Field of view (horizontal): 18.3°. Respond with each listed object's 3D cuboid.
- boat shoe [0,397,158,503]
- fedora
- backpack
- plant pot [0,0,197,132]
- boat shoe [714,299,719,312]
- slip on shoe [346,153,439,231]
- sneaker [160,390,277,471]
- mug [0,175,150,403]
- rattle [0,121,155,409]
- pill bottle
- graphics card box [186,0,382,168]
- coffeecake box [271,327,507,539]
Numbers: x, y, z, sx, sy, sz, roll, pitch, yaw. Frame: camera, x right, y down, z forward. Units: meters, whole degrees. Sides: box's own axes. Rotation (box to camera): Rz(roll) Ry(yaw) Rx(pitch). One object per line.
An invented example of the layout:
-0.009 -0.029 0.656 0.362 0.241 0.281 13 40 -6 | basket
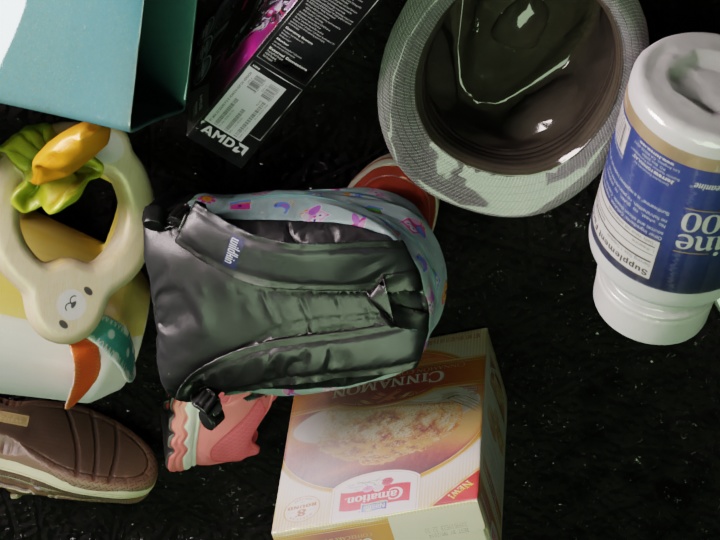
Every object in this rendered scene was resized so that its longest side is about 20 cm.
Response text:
-0.259 0.145 1.764 0.201 0.075 0.075 18 139 0 | boat shoe
0.103 -0.146 1.507 0.175 0.091 0.201 14 122 -5 | fedora
-0.041 0.010 1.552 0.198 0.127 0.168 -3 114 12 | backpack
-0.219 -0.183 1.467 0.198 0.141 0.143 10 101 8 | plant pot
0.274 -0.015 1.593 0.064 0.075 0.203 -24 111 20 | boat shoe
0.000 0.000 1.637 0.074 0.061 0.201 25 122 -10 | slip on shoe
-0.101 0.068 1.700 0.086 0.074 0.201 2 130 -13 | sneaker
-0.231 0.019 1.622 0.152 0.150 0.187 16 145 -15 | mug
-0.177 -0.001 1.515 0.142 0.129 0.202 2 96 50 | rattle
0.212 -0.047 1.475 0.110 0.112 0.201 9 135 -1 | pill bottle
-0.040 -0.178 1.477 0.051 0.126 0.200 28 124 -22 | graphics card box
0.025 0.141 1.646 0.152 0.201 0.073 -10 123 12 | coffeecake box
